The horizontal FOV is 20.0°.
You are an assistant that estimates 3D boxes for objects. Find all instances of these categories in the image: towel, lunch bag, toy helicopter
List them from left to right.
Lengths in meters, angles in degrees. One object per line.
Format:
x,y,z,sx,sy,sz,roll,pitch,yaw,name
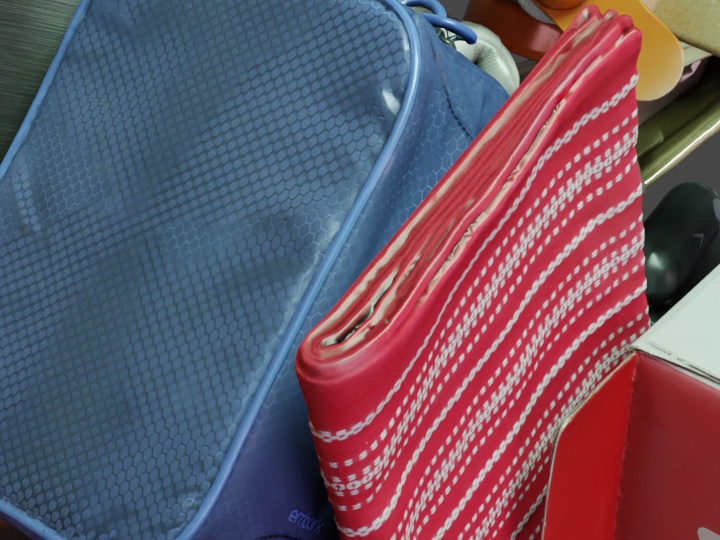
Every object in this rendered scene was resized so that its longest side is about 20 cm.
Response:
-0.026,0.003,0.611,0.132,0.135,0.201,34,82,-53,lunch bag
0.043,0.039,0.582,0.145,0.022,0.201,-49,147,-27,towel
0.106,-0.095,0.708,0.132,0.199,0.080,1,113,-62,toy helicopter

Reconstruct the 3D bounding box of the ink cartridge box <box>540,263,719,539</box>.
0.134,0.099,0.671,0.175,0.083,0.201,-36,139,-39,ink cartridge box

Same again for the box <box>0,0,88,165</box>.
-0.068,-0.102,0.652,0.158,0.048,0.202,7,107,-44,box

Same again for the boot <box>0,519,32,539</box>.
-0.120,0.086,0.711,0.097,0.075,0.200,-41,152,17,boot

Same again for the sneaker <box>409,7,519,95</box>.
0.000,0.000,0.725,0.075,0.081,0.202,21,88,-21,sneaker

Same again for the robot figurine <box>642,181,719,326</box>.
0.119,0.056,0.840,0.151,0.124,0.200,60,35,-7,robot figurine

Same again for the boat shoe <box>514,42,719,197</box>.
0.084,-0.046,0.813,0.199,0.065,0.073,-37,132,-23,boat shoe
